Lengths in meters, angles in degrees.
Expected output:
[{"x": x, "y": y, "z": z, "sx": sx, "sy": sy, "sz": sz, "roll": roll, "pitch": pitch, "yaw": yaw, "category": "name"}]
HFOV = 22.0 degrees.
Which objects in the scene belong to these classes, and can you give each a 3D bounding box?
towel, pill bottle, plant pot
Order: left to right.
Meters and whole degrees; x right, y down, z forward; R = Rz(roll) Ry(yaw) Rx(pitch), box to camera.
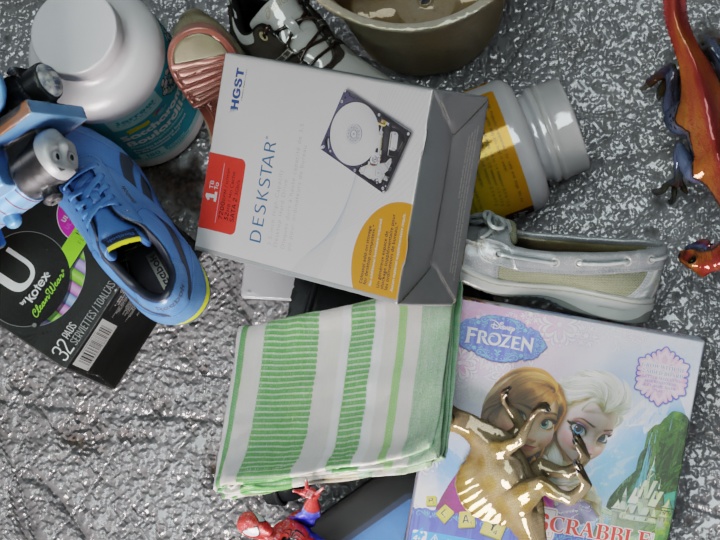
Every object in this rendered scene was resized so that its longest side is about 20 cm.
[{"x": -0.200, "y": -0.160, "z": 1.495, "sx": 0.110, "sy": 0.200, "sz": 0.112, "roll": -2, "pitch": 78, "yaw": 11, "category": "pill bottle"}, {"x": -0.018, "y": 0.090, "z": 1.386, "sx": 0.199, "sy": 0.023, "sz": 0.154, "roll": -13, "pitch": 55, "yaw": 30, "category": "towel"}, {"x": 0.047, "y": -0.248, "z": 1.471, "sx": 0.199, "sy": 0.184, "sz": 0.202, "roll": -2, "pitch": 74, "yaw": 7, "category": "plant pot"}, {"x": 0.076, "y": -0.082, "z": 1.471, "sx": 0.199, "sy": 0.109, "sz": 0.110, "roll": -20, "pitch": 75, "yaw": 3, "category": "pill bottle"}]

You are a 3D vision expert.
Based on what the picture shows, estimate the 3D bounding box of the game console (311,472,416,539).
[{"x": 0.004, "y": 0.272, "z": 1.408, "sx": 0.116, "sy": 0.175, "sz": 0.201, "roll": -46, "pitch": 70, "yaw": 36, "category": "game console"}]

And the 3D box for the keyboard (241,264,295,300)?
[{"x": 0.000, "y": 0.000, "z": 1.524, "sx": 0.198, "sy": 0.011, "sz": 0.057, "roll": 3, "pitch": 84, "yaw": 12, "category": "keyboard"}]

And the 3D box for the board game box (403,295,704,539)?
[{"x": 0.145, "y": 0.132, "z": 1.408, "sx": 0.198, "sy": 0.041, "sz": 0.201, "roll": 9, "pitch": 93, "yaw": 0, "category": "board game box"}]

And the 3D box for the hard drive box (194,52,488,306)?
[{"x": -0.016, "y": -0.069, "z": 1.376, "sx": 0.199, "sy": 0.077, "sz": 0.157, "roll": 13, "pitch": 97, "yaw": 37, "category": "hard drive box"}]

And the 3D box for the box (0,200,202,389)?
[{"x": -0.259, "y": -0.021, "z": 1.516, "sx": 0.199, "sy": 0.124, "sz": 0.149, "roll": 32, "pitch": 86, "yaw": 16, "category": "box"}]

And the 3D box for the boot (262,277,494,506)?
[{"x": 0.015, "y": 0.098, "z": 1.463, "sx": 0.167, "sy": 0.076, "sz": 0.202, "roll": 9, "pitch": 77, "yaw": 14, "category": "boot"}]

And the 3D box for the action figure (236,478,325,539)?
[{"x": 0.000, "y": 0.221, "z": 1.369, "sx": 0.199, "sy": 0.099, "sz": 0.066, "roll": 24, "pitch": 69, "yaw": 4, "category": "action figure"}]

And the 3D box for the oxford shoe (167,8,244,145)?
[{"x": -0.094, "y": -0.124, "z": 1.505, "sx": 0.070, "sy": 0.074, "sz": 0.201, "roll": -18, "pitch": 120, "yaw": 6, "category": "oxford shoe"}]

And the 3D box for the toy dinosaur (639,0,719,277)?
[{"x": 0.257, "y": -0.095, "z": 1.428, "sx": 0.104, "sy": 0.200, "sz": 0.182, "roll": -20, "pitch": 43, "yaw": 21, "category": "toy dinosaur"}]

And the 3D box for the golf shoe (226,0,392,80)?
[{"x": -0.047, "y": -0.170, "z": 1.481, "sx": 0.078, "sy": 0.095, "sz": 0.199, "roll": -41, "pitch": 42, "yaw": -21, "category": "golf shoe"}]

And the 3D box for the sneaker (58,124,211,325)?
[{"x": -0.187, "y": -0.044, "z": 1.405, "sx": 0.066, "sy": 0.078, "sz": 0.200, "roll": -40, "pitch": 73, "yaw": 3, "category": "sneaker"}]

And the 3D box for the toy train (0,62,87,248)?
[{"x": -0.292, "y": -0.075, "z": 1.405, "sx": 0.199, "sy": 0.087, "sz": 0.115, "roll": -30, "pitch": 78, "yaw": 25, "category": "toy train"}]

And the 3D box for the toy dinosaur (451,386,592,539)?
[{"x": 0.122, "y": 0.161, "z": 1.371, "sx": 0.101, "sy": 0.058, "sz": 0.201, "roll": -30, "pitch": 86, "yaw": 18, "category": "toy dinosaur"}]

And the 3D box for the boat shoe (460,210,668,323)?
[{"x": 0.133, "y": -0.014, "z": 1.411, "sx": 0.200, "sy": 0.074, "sz": 0.065, "roll": 15, "pitch": 105, "yaw": -1, "category": "boat shoe"}]
